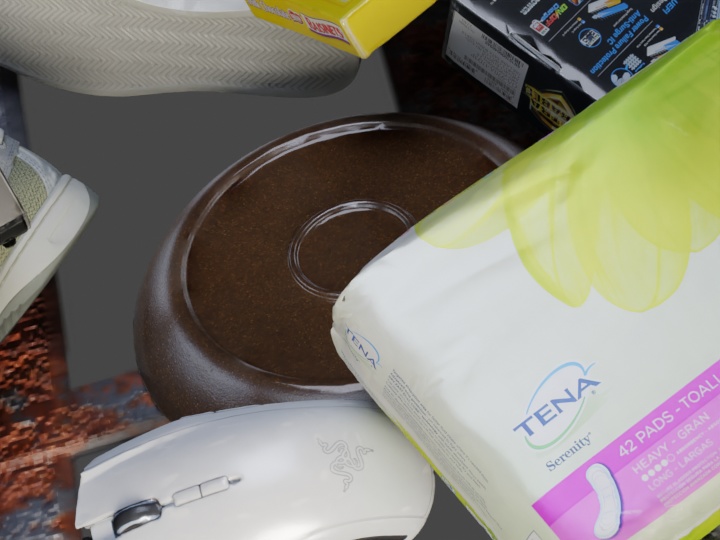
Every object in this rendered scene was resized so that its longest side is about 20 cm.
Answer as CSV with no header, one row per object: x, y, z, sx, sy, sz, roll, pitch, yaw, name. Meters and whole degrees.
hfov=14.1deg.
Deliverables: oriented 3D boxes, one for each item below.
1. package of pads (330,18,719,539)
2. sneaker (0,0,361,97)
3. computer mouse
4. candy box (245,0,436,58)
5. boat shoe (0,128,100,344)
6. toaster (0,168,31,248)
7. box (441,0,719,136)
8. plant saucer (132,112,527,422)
0.106,0.015,1.091,0.200,0.068,0.155,-36,70,-14,package of pads
-0.086,-0.141,1.337,0.200,0.074,0.116,8,47,9,sneaker
-0.071,0.089,1.106,0.200,0.044,0.110,-16,68,-1,computer mouse
0.047,-0.167,1.240,0.200,0.026,0.102,-41,32,-13,candy box
-0.181,0.021,1.185,0.065,0.074,0.202,39,54,-4,boat shoe
-0.255,-0.045,1.150,0.200,0.119,0.181,-28,32,-12,toaster
0.156,-0.118,1.226,0.159,0.046,0.200,37,63,16,box
0.000,0.000,1.202,0.200,0.032,0.200,-8,47,8,plant saucer
